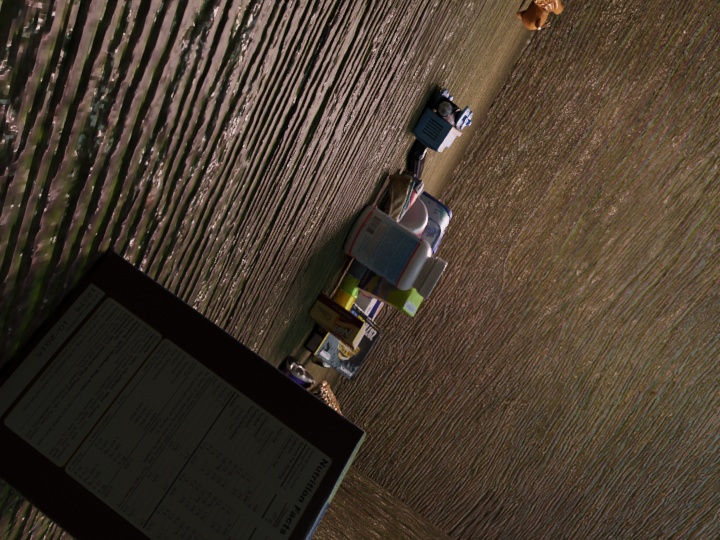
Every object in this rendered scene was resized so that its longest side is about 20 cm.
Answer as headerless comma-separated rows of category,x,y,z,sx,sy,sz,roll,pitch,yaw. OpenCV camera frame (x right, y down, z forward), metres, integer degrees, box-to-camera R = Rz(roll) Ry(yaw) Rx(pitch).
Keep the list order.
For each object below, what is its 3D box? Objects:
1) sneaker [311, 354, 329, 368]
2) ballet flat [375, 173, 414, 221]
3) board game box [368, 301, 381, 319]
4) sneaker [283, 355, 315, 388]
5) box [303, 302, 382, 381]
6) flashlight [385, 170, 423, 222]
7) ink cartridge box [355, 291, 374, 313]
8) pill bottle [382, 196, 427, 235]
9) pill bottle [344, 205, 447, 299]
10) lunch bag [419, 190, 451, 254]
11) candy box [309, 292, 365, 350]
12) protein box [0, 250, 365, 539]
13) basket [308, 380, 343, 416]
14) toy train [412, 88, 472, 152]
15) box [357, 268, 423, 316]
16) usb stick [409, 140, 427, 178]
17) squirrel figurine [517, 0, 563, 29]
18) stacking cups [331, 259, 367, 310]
sneaker,-0.088,0.209,1.700,0.199,0.068,0.097,-37,141,-69
ballet flat,0.057,-0.111,1.242,0.071,0.063,0.206,-77,-176,-74
board game box,0.039,0.063,1.813,0.201,0.095,0.162,-51,170,-50
sneaker,-0.153,0.259,1.319,0.083,0.080,0.201,-44,167,-18
box,-0.039,0.173,1.486,0.162,0.049,0.200,-57,142,-11
flashlight,0.066,-0.132,1.318,0.202,0.067,0.068,-52,164,-16
ink cartridge box,0.013,0.053,1.617,0.204,0.083,0.145,-59,173,3
pill bottle,0.095,-0.097,1.453,0.114,0.111,0.201,-55,173,-26
pill bottle,0.072,-0.033,1.166,0.110,0.197,0.109,-55,173,-10
lunch bag,0.151,-0.124,1.555,0.083,0.158,0.202,-53,171,-28
candy box,-0.048,0.118,1.297,0.056,0.114,0.200,-54,173,-9
protein box,-0.119,0.130,0.414,0.137,0.197,0.200,-54,173,-23
basket,-0.150,0.328,1.334,0.196,0.152,0.143,-30,-155,-2
toy train,0.178,-0.316,1.250,0.116,0.086,0.200,-54,174,16
box,0.074,0.014,1.295,0.198,0.047,0.124,22,-101,53
usb stick,0.138,-0.262,1.397,0.200,0.032,0.057,62,51,-82
squirrel figurine,0.566,-0.847,1.788,0.188,0.142,0.199,-49,162,13
stacking cups,0.000,0.000,1.373,0.204,0.059,0.060,-59,174,2
